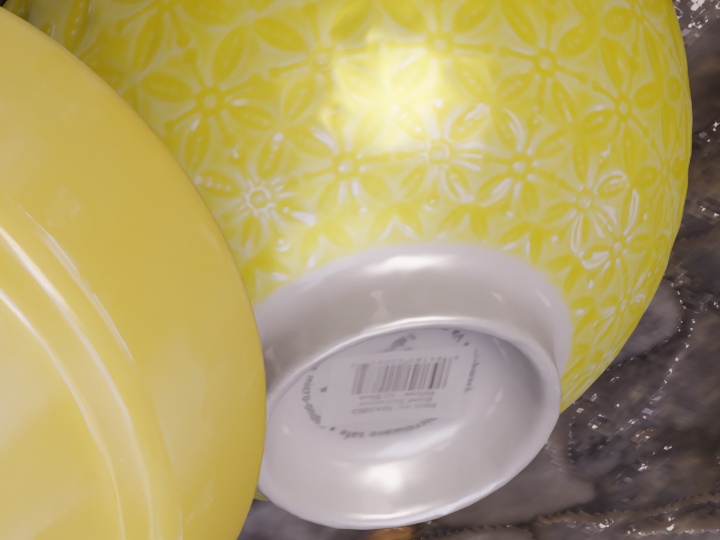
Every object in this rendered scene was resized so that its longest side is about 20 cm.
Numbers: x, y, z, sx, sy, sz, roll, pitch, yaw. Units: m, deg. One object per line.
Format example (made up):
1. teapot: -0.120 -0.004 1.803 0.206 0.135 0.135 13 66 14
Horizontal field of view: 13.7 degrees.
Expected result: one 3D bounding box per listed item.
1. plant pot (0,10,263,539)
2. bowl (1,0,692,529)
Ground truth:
1. plant pot: -0.144 0.059 0.646 0.200 0.189 0.201 10 124 15
2. bowl: 0.000 0.000 0.760 0.199 0.108 0.201 -10 139 -9
